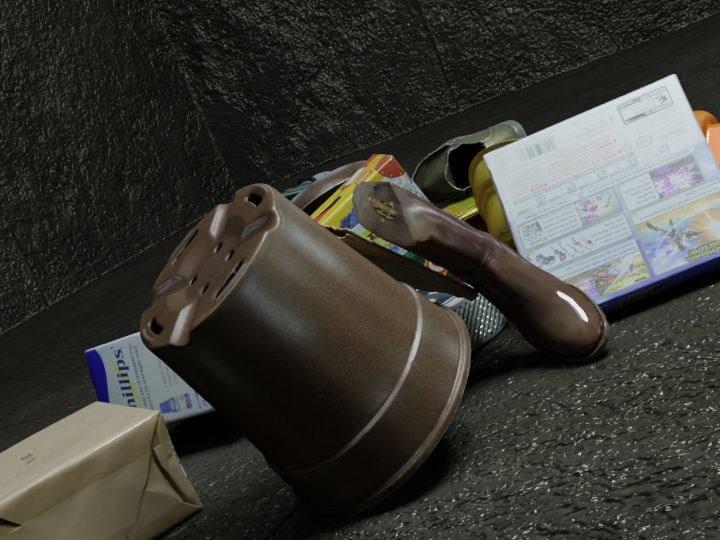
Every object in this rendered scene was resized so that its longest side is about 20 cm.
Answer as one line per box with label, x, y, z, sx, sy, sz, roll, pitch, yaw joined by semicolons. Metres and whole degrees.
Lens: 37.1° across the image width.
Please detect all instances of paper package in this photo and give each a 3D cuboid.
paper package;-0.274;0.212;1.003;0.189;0.105;0.199;-30;12;-29

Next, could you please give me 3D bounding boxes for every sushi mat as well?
sushi mat;0.015;-0.008;0.954;0.095;0.012;0.199;10;-9;43

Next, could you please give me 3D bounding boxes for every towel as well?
towel;0.139;-0.086;1.284;0.198;0.018;0.086;-26;14;-14

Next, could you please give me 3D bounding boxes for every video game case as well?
video game case;0.237;-0.061;1.004;0.197;0.184;0.045;-22;-23;10

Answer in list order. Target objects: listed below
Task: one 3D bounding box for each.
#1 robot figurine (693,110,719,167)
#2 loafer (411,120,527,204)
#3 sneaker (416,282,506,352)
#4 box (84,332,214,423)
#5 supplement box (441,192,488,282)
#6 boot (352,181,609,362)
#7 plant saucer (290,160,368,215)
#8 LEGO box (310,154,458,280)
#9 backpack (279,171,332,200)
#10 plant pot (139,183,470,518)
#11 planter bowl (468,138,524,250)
robot figurine;0.319;-0.109;1.157;0.198;0.119;0.143;-5;12;39
loafer;0.121;-0.131;1.327;0.069;0.076;0.199;-18;-6;-37
sneaker;0.062;0.063;1.049;0.079;0.080;0.199;-7;8;41
box;-0.172;0.100;1.214;0.197;0.107;0.183;-18;-1;29
supplement box;0.149;-0.044;1.339;0.198;0.087;0.110;-29;12;-23
boot;0.097;-0.003;0.897;0.186;0.199;0.065;36;95;44
plant saucer;-0.034;-0.080;1.371;0.198;0.032;0.201;-29;-18;-10
LEGO box;0.000;0.000;1.142;0.200;0.149;0.077;-44;15;-6
backpack;-0.059;-0.058;1.625;0.198;0.179;0.153;-24;14;-23
plant pot;-0.050;0.053;0.830;0.199;0.198;0.202;-36;30;25
planter bowl;0.198;-0.046;1.133;0.199;0.199;0.085;-11;51;50
